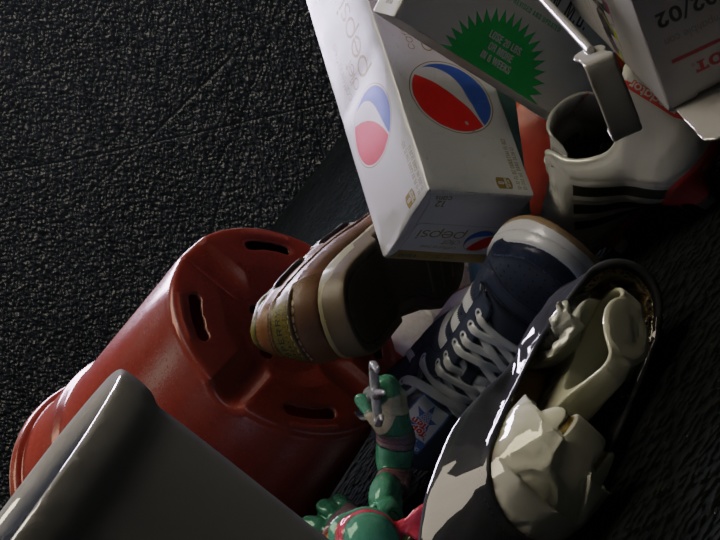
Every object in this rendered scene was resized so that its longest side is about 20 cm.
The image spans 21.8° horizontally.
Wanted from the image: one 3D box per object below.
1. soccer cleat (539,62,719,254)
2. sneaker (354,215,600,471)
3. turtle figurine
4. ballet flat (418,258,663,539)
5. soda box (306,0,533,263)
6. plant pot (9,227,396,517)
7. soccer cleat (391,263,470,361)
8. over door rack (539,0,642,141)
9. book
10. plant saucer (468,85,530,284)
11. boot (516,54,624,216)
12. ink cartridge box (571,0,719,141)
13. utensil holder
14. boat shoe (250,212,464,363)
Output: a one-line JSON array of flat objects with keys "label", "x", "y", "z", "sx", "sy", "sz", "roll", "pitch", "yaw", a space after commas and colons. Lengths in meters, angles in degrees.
[{"label": "soccer cleat", "x": 0.126, "y": -0.053, "z": 1.002, "sx": 0.069, "sy": 0.085, "sz": 0.200, "roll": -55, "pitch": 8, "yaw": -22}, {"label": "sneaker", "x": 0.061, "y": 0.048, "z": 0.988, "sx": 0.109, "sy": 0.070, "sz": 0.200, "roll": -50, "pitch": -1, "yaw": -22}, {"label": "turtle figurine", "x": -0.014, "y": 0.138, "z": 0.936, "sx": 0.149, "sy": 0.101, "sz": 0.200, "roll": -40, "pitch": -13, "yaw": -18}, {"label": "ballet flat", "x": 0.083, "y": 0.065, "z": 0.797, "sx": 0.073, "sy": 0.073, "sz": 0.201, "roll": -44, "pitch": 9, "yaw": 48}, {"label": "soda box", "x": 0.029, "y": -0.102, "z": 1.046, "sx": 0.064, "sy": 0.067, "sz": 0.201, "roll": -57, "pitch": 40, "yaw": 45}, {"label": "plant pot", "x": -0.086, "y": 0.092, "z": 1.127, "sx": 0.196, "sy": 0.200, "sz": 0.201, "roll": -53, "pitch": 5, "yaw": 40}, {"label": "soccer cleat", "x": 0.046, "y": 0.012, "z": 1.218, "sx": 0.086, "sy": 0.068, "sz": 0.200, "roll": -55, "pitch": 2, "yaw": 16}, {"label": "over door rack", "x": 0.136, "y": -0.152, "z": 0.794, "sx": 0.147, "sy": 0.067, "sz": 0.201, "roll": -25, "pitch": 32, "yaw": 3}, {"label": "book", "x": 0.104, "y": -0.197, "z": 0.999, "sx": 0.048, "sy": 0.133, "sz": 0.201, "roll": 26, "pitch": 90, "yaw": 58}, {"label": "plant saucer", "x": 0.071, "y": -0.088, "z": 1.066, "sx": 0.070, "sy": 0.019, "sz": 0.202, "roll": 140, "pitch": 126, "yaw": -68}, {"label": "boot", "x": 0.136, "y": -0.109, "z": 1.165, "sx": 0.201, "sy": 0.075, "sz": 0.107, "roll": -53, "pitch": -6, "yaw": 1}, {"label": "ink cartridge box", "x": 0.170, "y": -0.146, "z": 0.893, "sx": 0.114, "sy": 0.068, "sz": 0.200, "roll": -26, "pitch": 28, "yaw": 1}, {"label": "utensil holder", "x": -0.066, "y": 0.165, "z": 0.734, "sx": 0.170, "sy": 0.199, "sz": 0.170, "roll": -52, "pitch": 7, "yaw": 9}, {"label": "boat shoe", "x": 0.000, "y": 0.000, "z": 1.064, "sx": 0.067, "sy": 0.073, "sz": 0.200, "roll": -11, "pitch": 7, "yaw": 25}]
